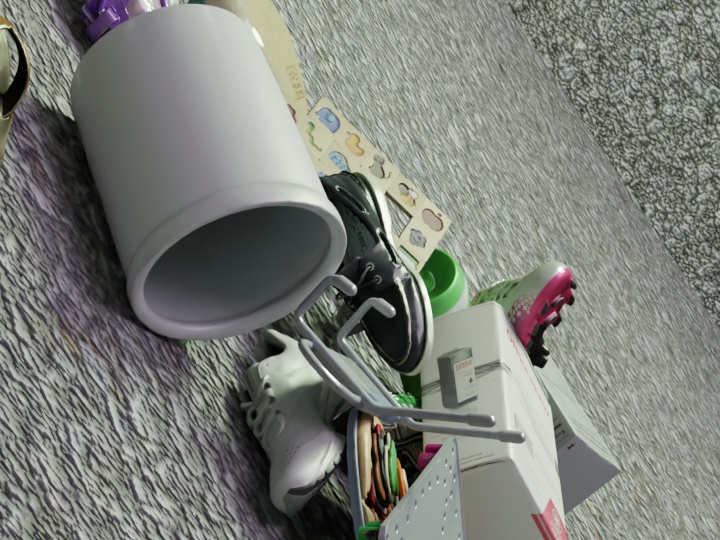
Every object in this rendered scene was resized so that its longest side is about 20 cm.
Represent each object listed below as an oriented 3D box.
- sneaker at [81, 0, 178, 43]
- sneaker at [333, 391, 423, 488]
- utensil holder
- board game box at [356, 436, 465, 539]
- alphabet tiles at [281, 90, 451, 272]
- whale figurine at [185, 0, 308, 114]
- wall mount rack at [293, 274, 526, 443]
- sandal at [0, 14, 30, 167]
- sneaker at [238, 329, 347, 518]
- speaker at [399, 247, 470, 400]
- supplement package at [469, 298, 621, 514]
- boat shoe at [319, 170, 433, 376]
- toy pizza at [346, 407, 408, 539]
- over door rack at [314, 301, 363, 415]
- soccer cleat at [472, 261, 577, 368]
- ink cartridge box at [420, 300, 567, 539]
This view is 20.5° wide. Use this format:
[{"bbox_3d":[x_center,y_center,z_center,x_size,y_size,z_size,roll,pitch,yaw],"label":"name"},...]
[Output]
[{"bbox_3d":[-0.193,-0.198,1.679,0.088,0.080,0.202,-1,72,-42],"label":"sneaker"},{"bbox_3d":[0.044,0.173,1.715,0.200,0.078,0.086,43,24,-45],"label":"sneaker"},{"bbox_3d":[-0.122,-0.076,1.514,0.170,0.169,0.201,34,27,-55],"label":"utensil holder"},{"bbox_3d":[0.043,0.251,1.487,0.200,0.026,0.202,-40,127,-67],"label":"board game box"},{"bbox_3d":[-0.021,-0.065,1.748,0.200,0.008,0.167,43,43,-7],"label":"alphabet tiles"},{"bbox_3d":[-0.107,-0.162,1.825,0.202,0.103,0.159,67,17,-6],"label":"whale figurine"},{"bbox_3d":[0.034,0.086,1.528,0.174,0.075,0.200,47,5,19],"label":"wall mount rack"},{"bbox_3d":[-0.264,-0.146,1.406,0.080,0.054,0.201,45,22,-39],"label":"sandal"},{"bbox_3d":[-0.059,0.120,1.555,0.087,0.075,0.200,34,22,-16],"label":"sneaker"},{"bbox_3d":[0.071,0.072,1.847,0.201,0.088,0.089,75,1,-45],"label":"speaker"},{"bbox_3d":[0.150,0.140,1.971,0.114,0.109,0.201,38,18,-50],"label":"supplement package"},{"bbox_3d":[0.001,-0.002,1.660,0.066,0.074,0.201,9,54,-40],"label":"boat shoe"},{"bbox_3d":[0.024,0.201,1.562,0.200,0.031,0.202,-9,90,-83],"label":"toy pizza"},{"bbox_3d":[-0.043,0.021,1.740,0.148,0.066,0.200,52,18,-19],"label":"over door rack"},{"bbox_3d":[0.139,0.038,1.830,0.086,0.070,0.201,43,-25,16],"label":"soccer cleat"},{"bbox_3d":[0.114,0.148,1.717,0.201,0.084,0.146,-88,156,-50],"label":"ink cartridge box"}]
